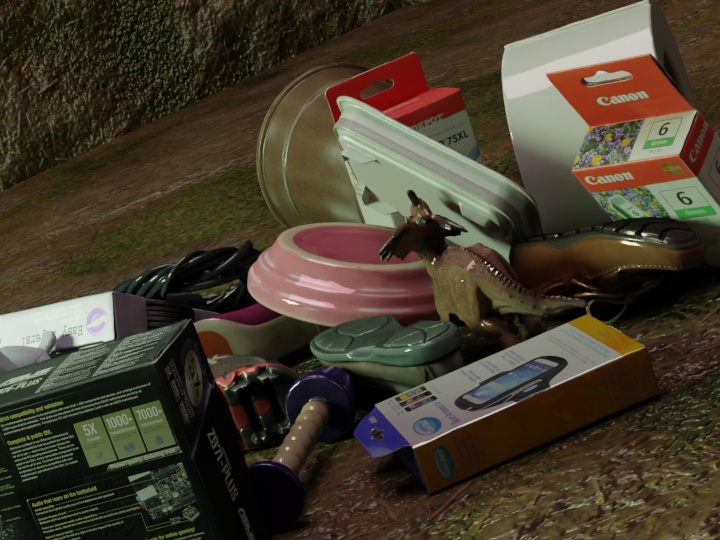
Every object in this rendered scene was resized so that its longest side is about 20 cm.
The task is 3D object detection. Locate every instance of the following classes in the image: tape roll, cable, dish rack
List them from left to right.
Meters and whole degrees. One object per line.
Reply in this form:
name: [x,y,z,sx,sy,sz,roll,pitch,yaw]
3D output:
cable: [-0.159,0.013,1.673,0.161,0.051,0.200,-8,-12,10]
dish rack: [0.063,-0.065,1.520,0.044,0.199,0.172,-58,-19,-13]
tape roll: [0.221,-0.122,1.555,0.138,0.205,0.203,-16,14,19]

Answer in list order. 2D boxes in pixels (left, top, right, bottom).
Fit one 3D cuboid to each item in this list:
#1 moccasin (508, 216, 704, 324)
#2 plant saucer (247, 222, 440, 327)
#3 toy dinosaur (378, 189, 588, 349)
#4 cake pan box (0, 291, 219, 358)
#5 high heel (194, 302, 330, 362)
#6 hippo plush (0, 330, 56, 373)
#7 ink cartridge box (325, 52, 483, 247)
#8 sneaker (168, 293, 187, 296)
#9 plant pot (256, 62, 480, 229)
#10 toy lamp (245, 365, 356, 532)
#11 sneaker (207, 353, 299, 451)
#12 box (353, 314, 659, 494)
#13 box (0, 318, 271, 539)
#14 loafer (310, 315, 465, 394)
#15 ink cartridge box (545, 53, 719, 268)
moccasin: [0.194,0.002,1.397,0.073,0.079,0.200,-11,0,-41]
plant saucer: [0.000,0.000,1.557,0.198,0.051,0.201,5,17,-2]
toy dinosaur: [0.084,0.005,1.385,0.085,0.137,0.199,-27,15,-28]
cake pan box: [-0.251,0.068,1.645,0.198,0.053,0.184,-12,-11,27]
high heel: [-0.093,0.060,1.606,0.198,0.068,0.096,-12,7,1]
hippo plush: [-0.314,0.126,1.484,0.160,0.200,0.161,-49,-9,5]
ink cartridge box: [0.054,-0.101,1.713,0.115,0.202,0.067,-25,14,-21]
sneaker: [-0.258,0.064,1.833,0.198,0.061,0.104,-17,13,-11]
plant pot: [0.019,-0.109,1.851,0.199,0.202,0.198,-25,21,-21]
toy lamp: [-0.041,0.123,1.281,0.058,0.059,0.200,-16,17,17]
sneaker: [-0.139,0.118,1.407,0.198,0.072,0.098,-18,13,0]
box: [0.096,0.095,1.228,0.198,0.042,0.119,-24,14,-7]
box: [-0.183,0.143,1.163,0.198,0.165,0.086,-17,14,16]
loafer: [0.021,0.076,1.376,0.071,0.063,0.200,-26,11,-23]
ink cartridge box: [0.231,-0.080,1.381,0.108,0.200,0.051,-6,49,46]
